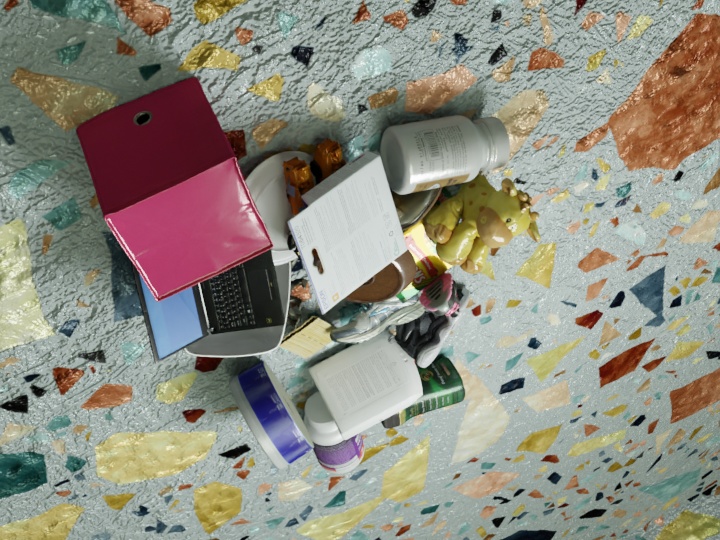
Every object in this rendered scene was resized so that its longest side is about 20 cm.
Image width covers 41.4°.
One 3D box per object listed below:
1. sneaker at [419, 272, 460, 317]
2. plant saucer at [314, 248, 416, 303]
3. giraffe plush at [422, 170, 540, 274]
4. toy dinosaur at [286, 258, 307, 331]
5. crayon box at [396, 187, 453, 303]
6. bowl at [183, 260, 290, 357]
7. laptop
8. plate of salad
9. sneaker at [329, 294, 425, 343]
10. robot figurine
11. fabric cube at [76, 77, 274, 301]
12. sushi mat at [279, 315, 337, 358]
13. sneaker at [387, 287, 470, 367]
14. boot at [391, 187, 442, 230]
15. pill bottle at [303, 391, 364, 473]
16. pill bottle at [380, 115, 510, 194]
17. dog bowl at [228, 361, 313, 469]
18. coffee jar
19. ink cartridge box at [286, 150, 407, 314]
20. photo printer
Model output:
[{"bbox_3d":[0.162,0.054,1.815,0.079,0.200,0.095,-36,102,9],"label":"sneaker"},{"bbox_3d":[0.000,0.000,1.717,0.200,0.035,0.201,7,142,5],"label":"plant saucer"},{"bbox_3d":[0.233,-0.091,1.679,0.172,0.162,0.201,25,86,-33],"label":"giraffe plush"},{"bbox_3d":[-0.154,0.051,1.716,0.102,0.077,0.201,13,117,1],"label":"toy dinosaur"},{"bbox_3d":[0.116,-0.047,1.773,0.200,0.051,0.127,-39,120,9],"label":"crayon box"},{"bbox_3d":[-0.223,0.042,1.626,0.199,0.075,0.200,1,101,-33],"label":"bowl"},{"bbox_3d":[-0.235,0.035,1.504,0.199,0.103,0.178,-7,109,4],"label":"laptop"},{"bbox_3d":[-0.133,-0.104,1.581,0.200,0.048,0.201,-22,125,-34],"label":"plate of salad"},{"bbox_3d":[0.023,0.078,1.857,0.200,0.078,0.087,-24,101,-18],"label":"sneaker"},{"bbox_3d":[-0.064,-0.105,1.565,0.145,0.058,0.200,-33,130,-29],"label":"robot figurine"},{"bbox_3d":[-0.268,-0.118,1.377,0.196,0.200,0.200,-24,140,-6],"label":"fabric cube"},{"bbox_3d":[-0.096,0.130,1.830,0.096,0.012,0.200,-35,163,3],"label":"sushi mat"},{"bbox_3d":[0.138,0.094,1.942,0.200,0.114,0.076,-53,168,-27],"label":"sneaker"},{"bbox_3d":[0.049,-0.114,1.670,0.200,0.075,0.097,-40,142,15],"label":"boot"},{"bbox_3d":[-0.060,0.345,2.057,0.111,0.112,0.200,-24,141,-7],"label":"pill bottle"},{"bbox_3d":[0.144,-0.200,1.605,0.199,0.114,0.115,-13,138,-20],"label":"pill bottle"},{"bbox_3d":[-0.172,0.279,1.851,0.079,0.200,0.200,-30,141,-4],"label":"dog bowl"},{"bbox_3d":[0.122,0.269,2.094,0.199,0.104,0.085,-20,137,-13],"label":"coffee jar"},{"bbox_3d":[-0.026,-0.062,1.550,0.200,0.043,0.197,-36,130,-23],"label":"ink cartridge box"},{"bbox_3d":[0.017,0.226,1.941,0.200,0.167,0.069,-28,162,-3],"label":"photo printer"}]
